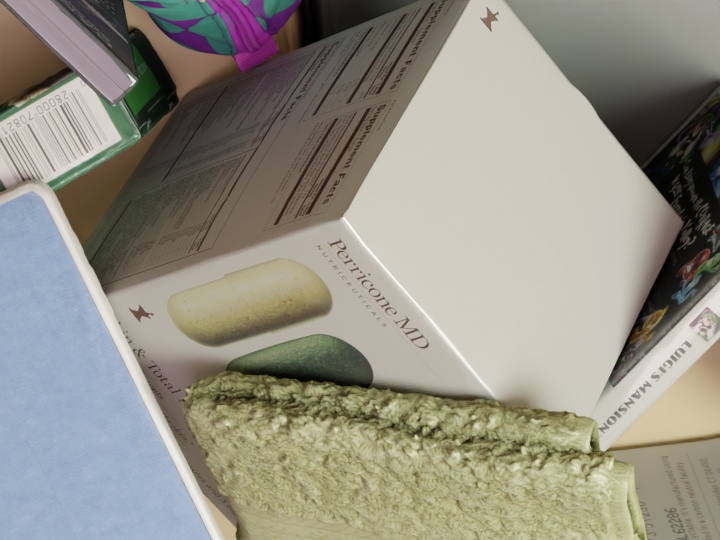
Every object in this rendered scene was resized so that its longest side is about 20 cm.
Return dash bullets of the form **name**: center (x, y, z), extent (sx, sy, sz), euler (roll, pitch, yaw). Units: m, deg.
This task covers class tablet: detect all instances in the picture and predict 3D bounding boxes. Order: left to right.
- **tablet**: center (-0.146, 0.075, 1.144), extent (0.130, 0.014, 0.201), euler (-25, 98, 9)

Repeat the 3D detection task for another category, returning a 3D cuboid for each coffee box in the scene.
- **coffee box**: center (-0.181, -0.036, 1.194), extent (0.199, 0.123, 0.044), euler (-30, 98, 10)

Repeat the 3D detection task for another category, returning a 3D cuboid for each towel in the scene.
- **towel**: center (0.028, 0.104, 1.115), extent (0.199, 0.037, 0.149), euler (8, 140, 24)

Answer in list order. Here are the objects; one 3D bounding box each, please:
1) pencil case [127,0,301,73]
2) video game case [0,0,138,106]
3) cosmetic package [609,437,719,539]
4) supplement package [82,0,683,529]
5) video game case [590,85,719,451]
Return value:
- **pencil case**: center (-0.074, -0.139, 1.113), extent (0.085, 0.200, 0.093), euler (-28, 85, 6)
- **video game case**: center (-0.150, -0.140, 1.100), extent (0.019, 0.200, 0.143), euler (-45, 105, 7)
- **cosmetic package**: center (0.158, 0.210, 1.318), extent (0.165, 0.168, 0.201), euler (-7, 116, -3)
- **supplement package**: center (0.000, 0.000, 1.167), extent (0.200, 0.151, 0.152), euler (-17, 123, 45)
- **video game case**: center (0.119, 0.013, 1.204), extent (0.023, 0.200, 0.182), euler (40, 106, -12)
